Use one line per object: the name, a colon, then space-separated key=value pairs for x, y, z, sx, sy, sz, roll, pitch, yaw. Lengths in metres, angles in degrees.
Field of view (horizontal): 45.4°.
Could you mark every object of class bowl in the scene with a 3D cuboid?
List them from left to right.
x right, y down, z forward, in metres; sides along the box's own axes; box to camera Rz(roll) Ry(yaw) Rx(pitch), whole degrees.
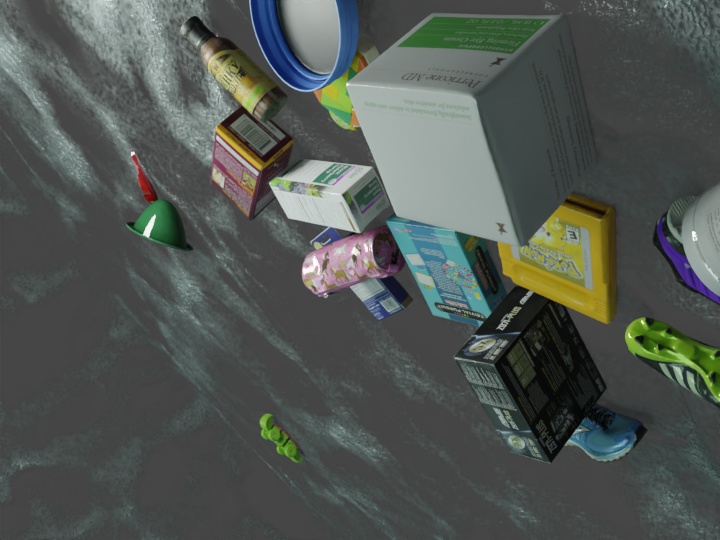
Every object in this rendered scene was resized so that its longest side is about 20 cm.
bowl: x=-0.075 y=-0.338 z=1.130 sx=0.200 sy=0.039 sz=0.202 roll=32 pitch=134 yaw=40

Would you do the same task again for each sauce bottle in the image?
sauce bottle: x=-0.208 y=-0.326 z=1.384 sx=0.200 sy=0.065 sz=0.065 roll=43 pitch=155 yaw=4

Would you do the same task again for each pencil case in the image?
pencil case: x=-0.013 y=-0.014 z=1.477 sx=0.200 sy=0.083 sz=0.087 roll=-20 pitch=109 yaw=45

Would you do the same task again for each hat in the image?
hat: x=-0.461 y=-0.160 z=2.068 sx=0.165 sy=0.177 sz=0.200 roll=26 pitch=-174 yaw=31

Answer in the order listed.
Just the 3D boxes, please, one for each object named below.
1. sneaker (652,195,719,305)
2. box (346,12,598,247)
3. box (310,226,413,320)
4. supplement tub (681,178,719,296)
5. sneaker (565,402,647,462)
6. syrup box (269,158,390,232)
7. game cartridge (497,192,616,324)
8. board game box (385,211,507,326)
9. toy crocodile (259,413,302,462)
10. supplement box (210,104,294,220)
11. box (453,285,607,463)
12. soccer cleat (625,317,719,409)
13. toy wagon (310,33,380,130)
sneaker: x=0.405 y=0.006 z=0.951 sx=0.200 sy=0.070 sz=0.100 roll=46 pitch=162 yaw=9
box: x=0.130 y=-0.166 z=0.981 sx=0.199 sy=0.171 sz=0.201 roll=18 pitch=144 yaw=44
box: x=0.000 y=0.000 z=1.585 sx=0.200 sy=0.032 sz=0.121 roll=48 pitch=154 yaw=-6
supplement tub: x=0.403 y=-0.057 z=0.776 sx=0.132 sy=0.132 sz=0.200 roll=45 pitch=156 yaw=2
sneaker: x=0.353 y=0.236 z=1.347 sx=0.200 sy=0.078 sz=0.090 roll=0 pitch=126 yaw=57
syrup box: x=-0.053 y=-0.127 z=1.424 sx=0.200 sy=0.079 sz=0.082 roll=14 pitch=140 yaw=48
game cartridge: x=0.258 y=-0.031 z=1.150 sx=0.176 sy=0.032 sz=0.201 roll=26 pitch=147 yaw=36
board game box: x=0.142 y=-0.005 z=1.345 sx=0.151 sy=0.047 sz=0.200 roll=13 pitch=140 yaw=49
toy crocodile: x=-0.251 y=0.537 z=2.737 sx=0.200 sy=0.062 sz=0.067 roll=50 pitch=154 yaw=-19
supplement box: x=-0.197 y=-0.193 z=1.538 sx=0.110 sy=0.086 sz=0.200 roll=42 pitch=154 yaw=7
box: x=0.254 y=0.151 z=1.270 sx=0.086 sy=0.164 sz=0.200 roll=5 pitch=134 yaw=53
soccer cleat: x=0.431 y=0.126 z=1.096 sx=0.200 sy=0.068 sz=0.081 roll=34 pitch=170 yaw=25
toy wagon: x=-0.018 y=-0.260 z=1.222 sx=0.155 sy=0.040 sz=0.200 roll=39 pitch=154 yaw=15
